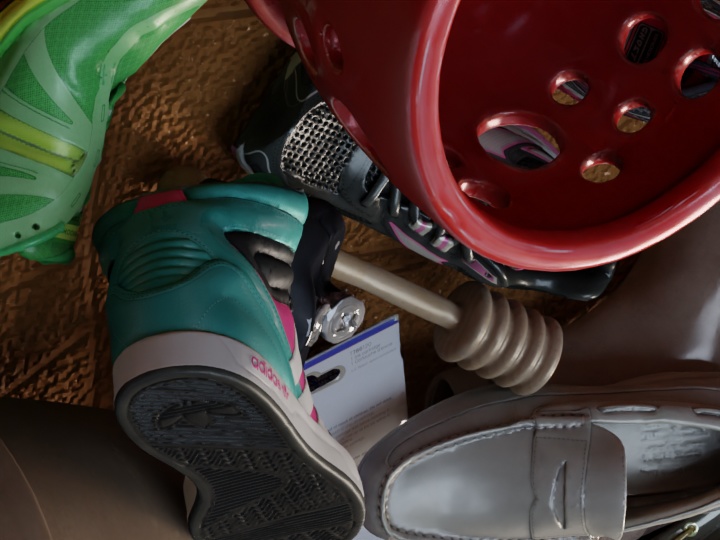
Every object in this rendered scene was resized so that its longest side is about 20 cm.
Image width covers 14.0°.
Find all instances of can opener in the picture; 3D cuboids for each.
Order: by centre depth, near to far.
[{"bbox_3d":[-0.051,0.058,1.208,0.063,0.078,0.201,-28,137,-54],"label":"can opener"}]

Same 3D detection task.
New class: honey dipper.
[{"bbox_3d":[0.000,0.000,1.234,0.199,0.038,0.038,26,104,-30],"label":"honey dipper"}]

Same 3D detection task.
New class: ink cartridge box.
[{"bbox_3d":[-0.024,0.103,1.325,0.099,0.039,0.201,-25,136,-22],"label":"ink cartridge box"}]

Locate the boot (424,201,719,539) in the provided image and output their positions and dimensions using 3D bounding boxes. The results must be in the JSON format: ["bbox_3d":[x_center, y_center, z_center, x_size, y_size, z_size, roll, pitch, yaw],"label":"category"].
[{"bbox_3d":[0.100,0.050,1.355,0.145,0.070,0.202,-3,107,-29],"label":"boot"}]

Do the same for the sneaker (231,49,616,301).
[{"bbox_3d":[0.040,-0.038,1.229,0.199,0.086,0.081,13,112,-43],"label":"sneaker"}]

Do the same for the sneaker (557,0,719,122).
[{"bbox_3d":[0.166,-0.074,1.234,0.198,0.075,0.081,13,97,-4],"label":"sneaker"}]

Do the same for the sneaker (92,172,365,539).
[{"bbox_3d":[-0.050,0.027,1.112,0.083,0.122,0.200,-8,153,8],"label":"sneaker"}]

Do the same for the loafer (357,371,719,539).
[{"bbox_3d":[0.095,0.086,1.293,0.199,0.070,0.070,-12,113,-19],"label":"loafer"}]

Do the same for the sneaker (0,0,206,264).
[{"bbox_3d":[-0.122,-0.046,1.085,0.200,0.084,0.074,-43,179,7],"label":"sneaker"}]

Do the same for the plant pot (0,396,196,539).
[{"bbox_3d":[-0.149,0.126,1.143,0.174,0.200,0.201,-10,129,-50],"label":"plant pot"}]

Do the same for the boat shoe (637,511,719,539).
[{"bbox_3d":[0.189,0.090,1.460,0.202,0.072,0.060,-49,128,-6],"label":"boat shoe"}]

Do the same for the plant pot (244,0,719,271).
[{"bbox_3d":[0.055,-0.130,1.096,0.199,0.183,0.201,-21,133,-24],"label":"plant pot"}]
